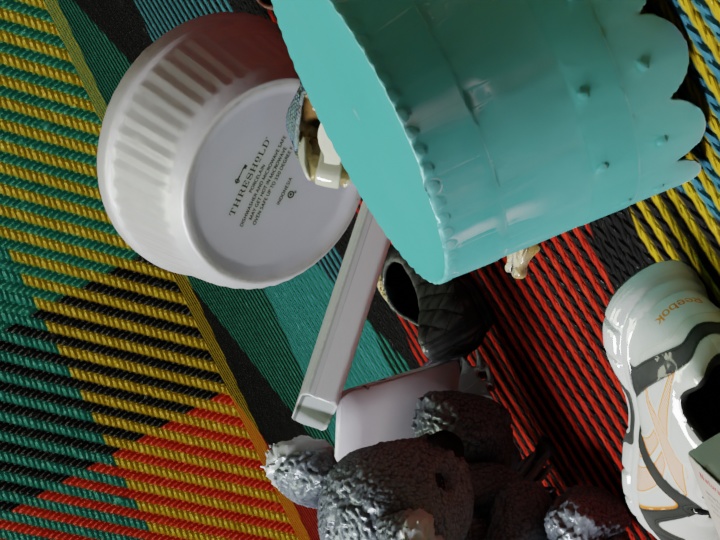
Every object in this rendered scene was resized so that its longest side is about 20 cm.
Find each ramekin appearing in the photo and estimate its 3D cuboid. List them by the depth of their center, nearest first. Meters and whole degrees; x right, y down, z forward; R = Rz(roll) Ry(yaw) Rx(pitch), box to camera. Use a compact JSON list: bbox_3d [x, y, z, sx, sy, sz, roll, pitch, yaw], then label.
[{"bbox_3d":[-0.084,-0.079,1.919,0.094,0.202,0.203,32,152,49],"label":"ramekin"}]

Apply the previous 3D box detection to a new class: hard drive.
[{"bbox_3d":[0.000,0.000,1.749,0.026,0.201,0.132,19,169,-1],"label":"hard drive"}]

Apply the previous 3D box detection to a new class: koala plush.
[{"bbox_3d":[0.039,0.173,1.732,0.177,0.184,0.200,37,-175,36],"label":"koala plush"}]

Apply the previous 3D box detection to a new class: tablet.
[{"bbox_3d":[0.024,0.169,1.851,0.014,0.130,0.201,13,107,39],"label":"tablet"}]

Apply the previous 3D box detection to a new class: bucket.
[{"bbox_3d":[0.053,-0.102,1.238,0.208,0.134,0.207,60,170,18],"label":"bucket"}]

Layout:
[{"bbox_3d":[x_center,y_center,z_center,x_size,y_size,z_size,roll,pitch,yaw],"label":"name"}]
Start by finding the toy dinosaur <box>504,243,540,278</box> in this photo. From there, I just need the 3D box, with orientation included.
[{"bbox_3d":[0.055,-0.089,1.584,0.101,0.058,0.200,20,147,55],"label":"toy dinosaur"}]

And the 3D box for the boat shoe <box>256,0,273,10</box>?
[{"bbox_3d":[-0.028,-0.196,1.625,0.071,0.070,0.200,62,170,3],"label":"boat shoe"}]

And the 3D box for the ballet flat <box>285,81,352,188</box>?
[{"bbox_3d":[-0.019,-0.095,1.798,0.074,0.074,0.200,58,167,21],"label":"ballet flat"}]

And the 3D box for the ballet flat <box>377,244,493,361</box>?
[{"bbox_3d":[0.041,0.020,1.920,0.067,0.057,0.200,66,170,-15],"label":"ballet flat"}]

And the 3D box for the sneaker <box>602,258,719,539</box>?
[{"bbox_3d":[0.175,0.092,1.344,0.080,0.073,0.201,48,164,48],"label":"sneaker"}]

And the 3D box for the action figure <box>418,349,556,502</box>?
[{"bbox_3d":[0.110,0.147,1.906,0.200,0.069,0.130,53,161,25],"label":"action figure"}]

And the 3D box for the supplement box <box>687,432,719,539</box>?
[{"bbox_3d":[0.237,0.168,1.222,0.201,0.073,0.126,66,170,-27],"label":"supplement box"}]
